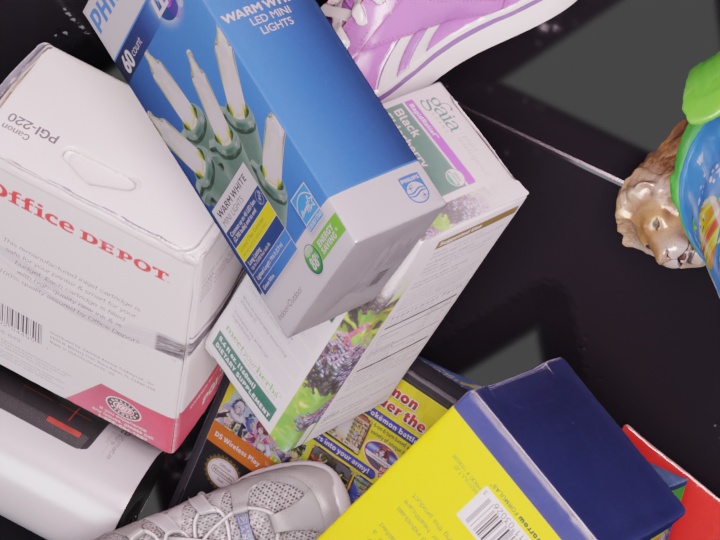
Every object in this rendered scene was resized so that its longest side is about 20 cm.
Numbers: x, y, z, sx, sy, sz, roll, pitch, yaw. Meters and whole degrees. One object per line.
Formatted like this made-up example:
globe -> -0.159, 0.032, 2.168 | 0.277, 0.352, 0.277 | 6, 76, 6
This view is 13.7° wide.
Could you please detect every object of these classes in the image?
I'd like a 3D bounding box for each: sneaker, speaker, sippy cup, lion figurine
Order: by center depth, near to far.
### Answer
sippy cup -> 0.222, -0.018, 1.448 | 0.178, 0.130, 0.140 | 18, 119, -7
sneaker -> 0.010, -0.149, 1.516 | 0.200, 0.073, 0.114 | -33, 129, -7
lion figurine -> 0.207, -0.087, 1.529 | 0.122, 0.072, 0.200 | 17, 113, 9
sneaker -> -0.095, 0.165, 1.653 | 0.200, 0.082, 0.075 | -25, 82, 20
speaker -> -0.217, 0.097, 1.758 | 0.200, 0.081, 0.081 | 28, 120, 6

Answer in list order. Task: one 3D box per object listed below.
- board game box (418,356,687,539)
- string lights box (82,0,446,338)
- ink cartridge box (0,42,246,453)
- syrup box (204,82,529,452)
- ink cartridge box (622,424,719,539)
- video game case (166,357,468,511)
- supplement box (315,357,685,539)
board game box -> 0.070, 0.138, 1.656 | 0.200, 0.034, 0.136 | 24, 107, 26
string lights box -> -0.049, -0.080, 1.444 | 0.200, 0.059, 0.103 | 57, 147, 14
ink cartridge box -> -0.137, -0.010, 1.629 | 0.146, 0.085, 0.200 | 27, 148, 10
syrup box -> 0.000, 0.000, 1.544 | 0.079, 0.081, 0.200 | 52, 142, 17
ink cartridge box -> 0.162, 0.213, 1.662 | 0.176, 0.045, 0.200 | 36, 121, 4
video game case -> -0.005, 0.128, 1.664 | 0.200, 0.025, 0.181 | 33, 112, 25
supplement box -> 0.050, 0.154, 1.553 | 0.200, 0.109, 0.110 | -46, 76, 26
